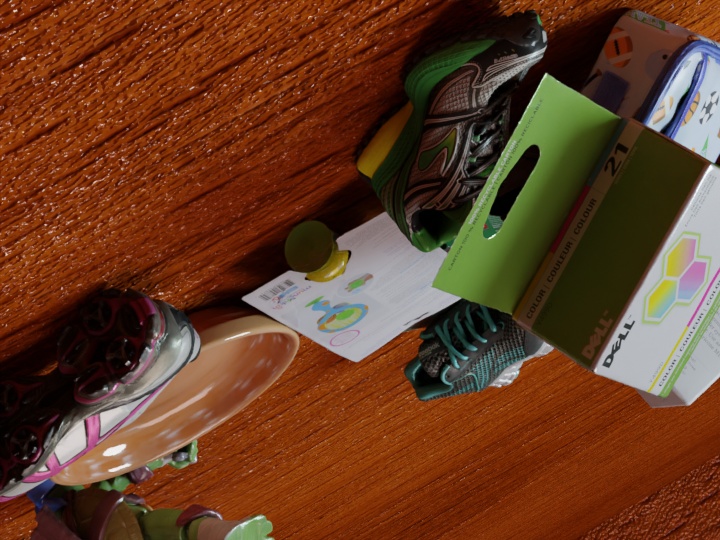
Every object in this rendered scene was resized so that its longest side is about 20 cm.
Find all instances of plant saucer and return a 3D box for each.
[{"bbox_3d":[-0.137,0.083,1.437,0.200,0.038,0.200,-28,163,-10],"label":"plant saucer"}]

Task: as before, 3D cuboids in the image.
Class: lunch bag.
[{"bbox_3d":[0.175,-0.069,1.367,0.160,0.075,0.201,4,114,-64],"label":"lunch bag"}]

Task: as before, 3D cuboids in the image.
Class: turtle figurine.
[{"bbox_3d":[-0.134,0.202,1.546,0.144,0.193,0.200,-57,136,-14],"label":"turtle figurine"}]

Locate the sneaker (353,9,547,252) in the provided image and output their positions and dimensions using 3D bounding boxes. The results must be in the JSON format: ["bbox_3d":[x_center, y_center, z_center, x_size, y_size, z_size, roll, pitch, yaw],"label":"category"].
[{"bbox_3d":[0.068,-0.084,1.233,0.078,0.085,0.200,-22,160,-28],"label":"sneaker"}]

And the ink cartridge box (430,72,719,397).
[{"bbox_3d":[0.150,-0.016,1.245,0.200,0.076,0.148,19,102,-54],"label":"ink cartridge box"}]

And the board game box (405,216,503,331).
[{"bbox_3d":[0.075,-0.001,1.587,0.135,0.029,0.200,-41,161,33],"label":"board game box"}]

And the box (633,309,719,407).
[{"bbox_3d":[0.302,0.013,1.774,0.200,0.106,0.152,-43,178,-6],"label":"box"}]

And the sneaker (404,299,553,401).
[{"bbox_3d":[0.091,0.054,1.600,0.091,0.078,0.200,-20,159,-22],"label":"sneaker"}]

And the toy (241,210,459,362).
[{"bbox_3d":[0.000,0.000,1.425,0.115,0.047,0.200,-31,159,12],"label":"toy"}]

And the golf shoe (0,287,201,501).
[{"bbox_3d":[-0.185,0.092,1.295,0.200,0.073,0.092,-35,154,14],"label":"golf shoe"}]

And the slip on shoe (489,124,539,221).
[{"bbox_3d":[0.102,-0.062,1.399,0.076,0.061,0.200,-42,161,33],"label":"slip on shoe"}]
